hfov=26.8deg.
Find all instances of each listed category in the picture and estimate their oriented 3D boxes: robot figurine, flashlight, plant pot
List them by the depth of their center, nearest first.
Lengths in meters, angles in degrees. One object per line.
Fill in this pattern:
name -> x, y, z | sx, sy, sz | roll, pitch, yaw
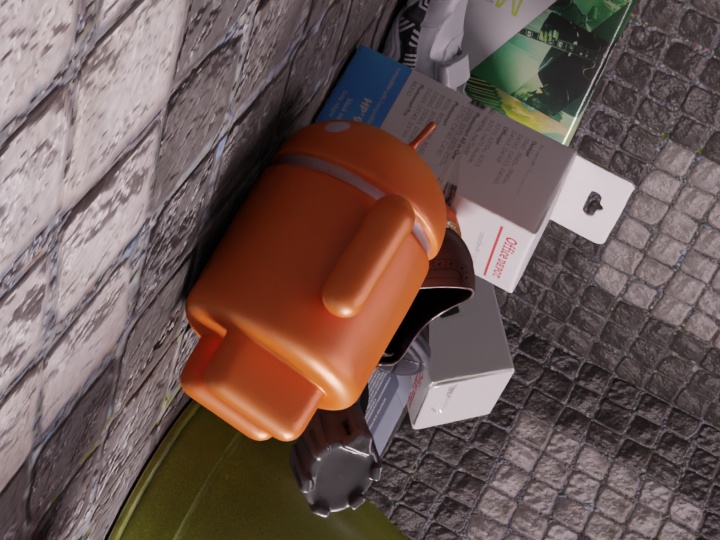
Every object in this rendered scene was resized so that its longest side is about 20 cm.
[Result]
robot figurine -> -0.025, -0.002, 0.868 | 0.201, 0.116, 0.144 | -60, 161, -18
flashlight -> -0.035, 0.094, 1.015 | 0.200, 0.068, 0.068 | -115, -176, -63
plant pot -> -0.062, 0.209, 1.052 | 0.201, 0.192, 0.201 | -61, 172, -14

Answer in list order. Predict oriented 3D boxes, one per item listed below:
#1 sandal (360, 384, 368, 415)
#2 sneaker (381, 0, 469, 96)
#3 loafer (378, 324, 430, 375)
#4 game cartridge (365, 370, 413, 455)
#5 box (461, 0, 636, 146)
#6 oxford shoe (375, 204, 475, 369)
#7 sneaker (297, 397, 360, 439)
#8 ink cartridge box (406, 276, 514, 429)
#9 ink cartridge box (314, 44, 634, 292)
sandal -> -0.023, 0.160, 1.202 | 0.075, 0.045, 0.201 | 57, 44, -47
sneaker -> 0.066, -0.120, 1.085 | 0.201, 0.114, 0.075 | -67, 172, 31
loafer -> 0.000, 0.000, 1.072 | 0.200, 0.071, 0.063 | 57, 41, -47
game cartridge -> -0.017, 0.114, 1.292 | 0.200, 0.041, 0.134 | -59, 135, -42
box -> 0.118, -0.188, 1.095 | 0.036, 0.144, 0.201 | -49, 164, -46
oxford shoe -> -0.017, 0.035, 0.955 | 0.199, 0.073, 0.071 | -35, 143, 17
sneaker -> -0.028, 0.073, 1.194 | 0.130, 0.079, 0.201 | 18, 79, -80
ink cartridge box -> 0.074, 0.031, 1.425 | 0.146, 0.084, 0.201 | 103, -23, -68
ink cartridge box -> 0.070, -0.056, 0.999 | 0.067, 0.199, 0.116 | -60, 172, -18
